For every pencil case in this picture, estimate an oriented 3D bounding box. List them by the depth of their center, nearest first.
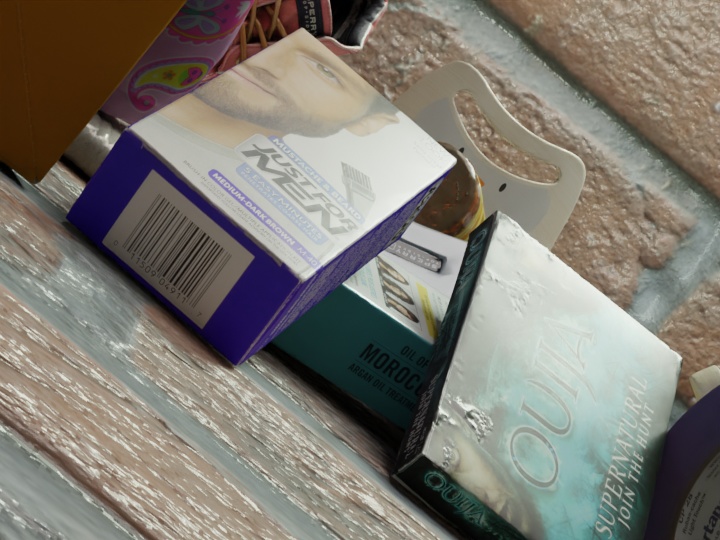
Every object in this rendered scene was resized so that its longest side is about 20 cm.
[{"bbox_3d":[-0.084,-0.171,1.474,0.087,0.200,0.087,29,22,-13],"label":"pencil case"}]

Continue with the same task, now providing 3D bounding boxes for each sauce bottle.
[{"bbox_3d":[0.050,-0.022,1.777,0.066,0.066,0.200,41,-8,16],"label":"sauce bottle"}]

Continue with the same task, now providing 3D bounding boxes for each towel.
[{"bbox_3d":[-0.143,-0.078,1.548,0.132,0.034,0.200,39,5,-14],"label":"towel"}]

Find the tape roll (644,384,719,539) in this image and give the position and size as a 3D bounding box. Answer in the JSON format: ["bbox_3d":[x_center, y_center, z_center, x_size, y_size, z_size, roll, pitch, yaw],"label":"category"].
[{"bbox_3d":[0.235,0.147,1.413,0.085,0.200,0.200,35,6,-44],"label":"tape roll"}]

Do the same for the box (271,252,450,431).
[{"bbox_3d":[0.009,0.031,1.449,0.200,0.049,0.082,34,18,-19],"label":"box"}]

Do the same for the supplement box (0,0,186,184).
[{"bbox_3d":[-0.162,-0.181,1.332,0.133,0.197,0.200,38,4,-25],"label":"supplement box"}]

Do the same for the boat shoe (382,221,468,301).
[{"bbox_3d":[0.000,0.000,1.542,0.200,0.070,0.071,24,45,0],"label":"boat shoe"}]

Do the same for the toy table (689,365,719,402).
[{"bbox_3d":[0.258,0.158,1.759,0.117,0.184,0.200,-116,-165,-60],"label":"toy table"}]

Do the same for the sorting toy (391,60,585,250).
[{"bbox_3d":[0.056,-0.041,1.929,0.200,0.180,0.107,40,4,-3],"label":"sorting toy"}]

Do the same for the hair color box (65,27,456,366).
[{"bbox_3d":[-0.043,-0.040,1.344,0.109,0.065,0.200,41,27,5],"label":"hair color box"}]

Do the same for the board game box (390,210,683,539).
[{"bbox_3d":[0.093,0.073,1.412,0.135,0.028,0.200,38,37,-15],"label":"board game box"}]

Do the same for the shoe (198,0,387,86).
[{"bbox_3d":[-0.064,-0.147,1.625,0.091,0.072,0.200,-3,14,32],"label":"shoe"}]
